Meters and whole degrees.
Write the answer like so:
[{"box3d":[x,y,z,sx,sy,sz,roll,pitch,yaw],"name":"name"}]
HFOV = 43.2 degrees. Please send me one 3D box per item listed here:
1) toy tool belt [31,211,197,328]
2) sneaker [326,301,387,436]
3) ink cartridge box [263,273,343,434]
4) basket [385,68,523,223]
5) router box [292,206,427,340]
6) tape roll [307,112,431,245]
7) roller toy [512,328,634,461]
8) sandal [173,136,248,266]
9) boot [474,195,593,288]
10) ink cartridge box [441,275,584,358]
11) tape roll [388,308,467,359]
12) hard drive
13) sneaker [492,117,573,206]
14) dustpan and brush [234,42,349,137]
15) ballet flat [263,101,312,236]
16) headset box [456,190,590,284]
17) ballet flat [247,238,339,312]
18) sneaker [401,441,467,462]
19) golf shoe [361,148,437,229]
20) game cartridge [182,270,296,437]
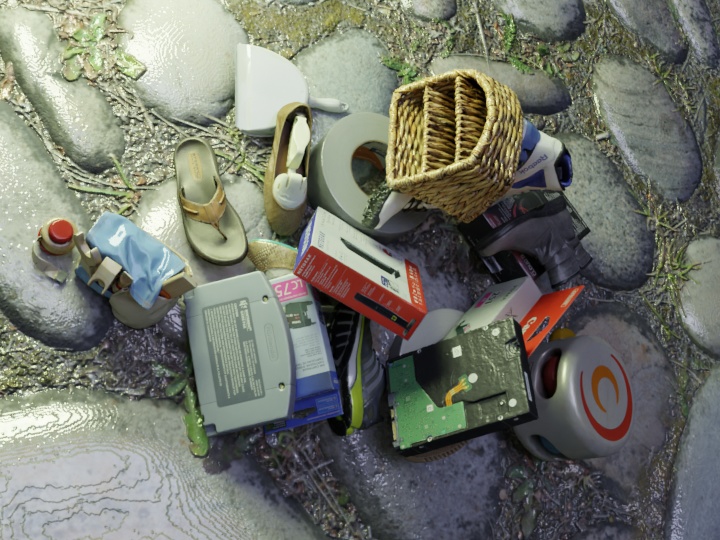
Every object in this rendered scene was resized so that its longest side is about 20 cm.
[{"box3d":[-0.306,-0.019,1.150,0.200,0.123,0.125,34,59,-13],"name":"toy tool belt"},{"box3d":[-0.002,0.130,1.285,0.081,0.074,0.200,3,91,-41],"name":"sneaker"},{"box3d":[-0.101,0.110,1.227,0.119,0.042,0.200,-15,79,9],"name":"ink cartridge box"},{"box3d":[0.134,-0.196,1.290,0.149,0.143,0.200,23,52,-22],"name":"basket"},{"box3d":[0.000,0.000,1.264,0.179,0.049,0.200,31,16,-10],"name":"router box"},{"box3d":[0.016,-0.140,1.409,0.200,0.066,0.201,11,66,-25],"name":"tape roll"},{"box3d":[0.316,0.195,1.396,0.182,0.140,0.200,-16,88,-46],"name":"roller toy"},{"box3d":[-0.212,-0.100,1.259,0.082,0.055,0.200,-14,77,-7],"name":"sandal"},{"box3d":[0.280,-0.028,1.422,0.200,0.070,0.132,-25,90,-29],"name":"boot"},{"box3d":[0.205,0.080,1.319,0.200,0.173,0.044,-44,103,-34],"name":"ink cartridge box"},{"box3d":[0.136,0.158,1.379,0.202,0.037,0.203,11,66,-25],"name":"tape roll"},{"box3d":[0.131,0.158,1.217,0.038,0.200,0.140,38,37,-47],"name":"hard drive"},{"box3d":[0.253,-0.142,1.371,0.115,0.199,0.081,19,63,-7],"name":"sneaker"},{"box3d":[-0.103,-0.267,1.406,0.200,0.057,0.140,2,82,-22],"name":"dustpan and brush"},{"box3d":[-0.098,-0.153,1.322,0.068,0.072,0.200,11,80,-20],"name":"ballet flat"},{"box3d":[0.266,-0.066,1.512,0.200,0.075,0.149,-37,91,-34],"name":"headset box"},{"box3d":[-0.075,0.017,1.295,0.200,0.071,0.065,21,58,-20],"name":"ballet flat"},{"box3d":[0.137,0.202,1.310,0.200,0.112,0.071,-33,92,-3],"name":"sneaker"},{"box3d":[0.080,-0.116,1.350,0.094,0.078,0.200,44,58,-8],"name":"golf shoe"},{"box3d":[-0.155,0.107,1.197,0.133,0.042,0.200,-12,76,2],"name":"game cartridge"}]
